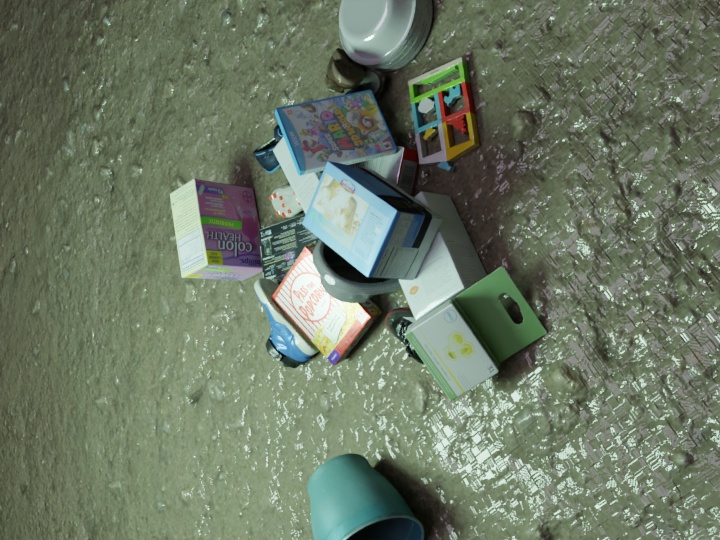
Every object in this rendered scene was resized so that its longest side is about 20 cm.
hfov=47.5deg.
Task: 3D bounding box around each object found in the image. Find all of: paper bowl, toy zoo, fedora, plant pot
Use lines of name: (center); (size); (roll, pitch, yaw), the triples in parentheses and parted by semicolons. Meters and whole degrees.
paper bowl: (0.037, -0.503, 1.616); (0.199, 0.104, 0.203); (-4, 84, 40)
toy zoo: (0.158, -0.284, 1.548); (0.130, 0.020, 0.202); (-16, 77, 40)
fedora: (0.000, 0.000, 1.587); (0.091, 0.198, 0.178); (108, 146, -46)
plant pot: (-0.008, 0.460, 1.544); (0.201, 0.199, 0.188); (-59, 39, 21)

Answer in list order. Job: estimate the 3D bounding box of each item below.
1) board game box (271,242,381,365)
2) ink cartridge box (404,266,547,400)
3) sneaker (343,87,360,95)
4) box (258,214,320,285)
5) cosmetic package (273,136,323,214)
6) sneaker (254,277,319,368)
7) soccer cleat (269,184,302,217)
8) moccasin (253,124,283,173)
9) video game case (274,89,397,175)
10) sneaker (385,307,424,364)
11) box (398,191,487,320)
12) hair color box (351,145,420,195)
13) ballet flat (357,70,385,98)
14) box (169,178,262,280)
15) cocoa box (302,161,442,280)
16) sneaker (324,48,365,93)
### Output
board game box: (-0.072, 0.068, 1.667); (0.200, 0.046, 0.152); (46, 122, 15)
ink cartridge box: (0.197, 0.109, 1.396); (0.199, 0.048, 0.146); (-34, 95, 18)
sneaker: (-0.034, -0.271, 1.613); (0.074, 0.088, 0.201); (-21, 38, 55)
box: (-0.134, -0.031, 1.773); (0.199, 0.043, 0.162); (-16, 77, 40)
cosmetic package: (-0.084, -0.181, 1.620); (0.074, 0.101, 0.201); (-46, 59, 31)
sneaker: (-0.181, 0.120, 1.756); (0.200, 0.077, 0.111); (49, 121, 1)
soccer cleat: (-0.130, -0.161, 1.771); (0.199, 0.077, 0.070); (-11, 106, 59)
moccasin: (-0.164, -0.287, 1.783); (0.200, 0.068, 0.081); (-39, 22, 31)
video game case: (-0.046, -0.262, 1.541); (0.018, 0.198, 0.144); (116, 135, -63)
sneaker: (0.109, 0.122, 1.513); (0.200, 0.097, 0.072); (29, 107, 40)
box: (0.134, -0.024, 1.501); (0.124, 0.097, 0.202); (-37, 65, 34)
hair color box: (0.020, -0.200, 1.637); (0.199, 0.064, 0.112); (17, 98, 39)
ballet flat: (-0.014, -0.340, 1.694); (0.068, 0.046, 0.200); (51, 127, 6)
box: (-0.321, -0.088, 1.854); (0.096, 0.175, 0.202); (-21, 73, 38)
cocoa box: (0.018, -0.088, 1.456); (0.200, 0.130, 0.134); (38, 113, 37)
sneaker: (-0.036, -0.386, 1.652); (0.201, 0.070, 0.076); (-90, 24, -63)
